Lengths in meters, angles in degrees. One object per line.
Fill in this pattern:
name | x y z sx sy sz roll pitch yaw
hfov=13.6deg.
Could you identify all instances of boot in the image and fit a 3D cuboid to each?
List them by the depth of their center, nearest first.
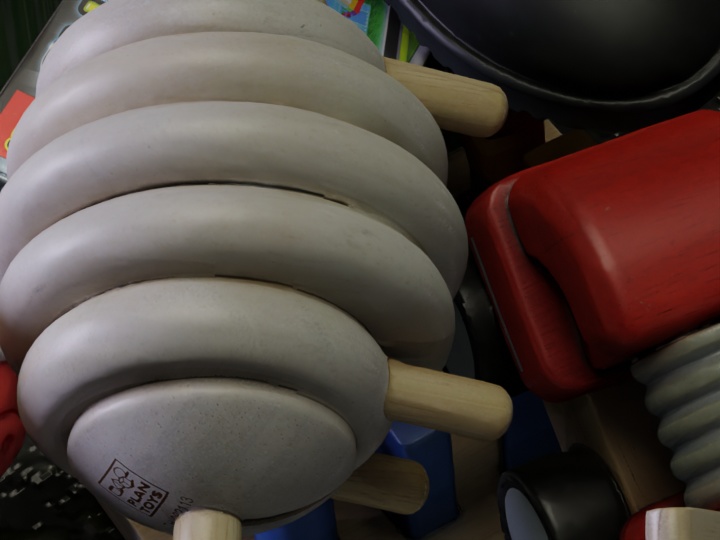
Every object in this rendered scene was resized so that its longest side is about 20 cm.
boot | 0.023 -0.143 0.835 0.073 0.163 0.198 -40 62 -21

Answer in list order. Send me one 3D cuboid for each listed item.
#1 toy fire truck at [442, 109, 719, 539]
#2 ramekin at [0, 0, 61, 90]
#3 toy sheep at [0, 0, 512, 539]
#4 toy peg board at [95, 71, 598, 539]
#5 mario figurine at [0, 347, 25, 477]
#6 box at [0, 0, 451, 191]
toy fire truck | 0.089 0.046 0.783 0.128 0.200 0.177 -18 83 -16
ramekin | -0.195 -0.114 1.060 0.198 0.098 0.201 -3 48 4
toy sheep | -0.032 0.001 0.782 0.137 0.138 0.201 -4 57 3
toy peg board | 0.000 0.000 0.935 0.199 0.098 0.199 -27 50 -17
mario figurine | -0.140 0.064 0.824 0.105 0.201 0.124 -1 47 5
box | -0.026 -0.078 0.918 0.109 0.035 0.201 23 61 12
